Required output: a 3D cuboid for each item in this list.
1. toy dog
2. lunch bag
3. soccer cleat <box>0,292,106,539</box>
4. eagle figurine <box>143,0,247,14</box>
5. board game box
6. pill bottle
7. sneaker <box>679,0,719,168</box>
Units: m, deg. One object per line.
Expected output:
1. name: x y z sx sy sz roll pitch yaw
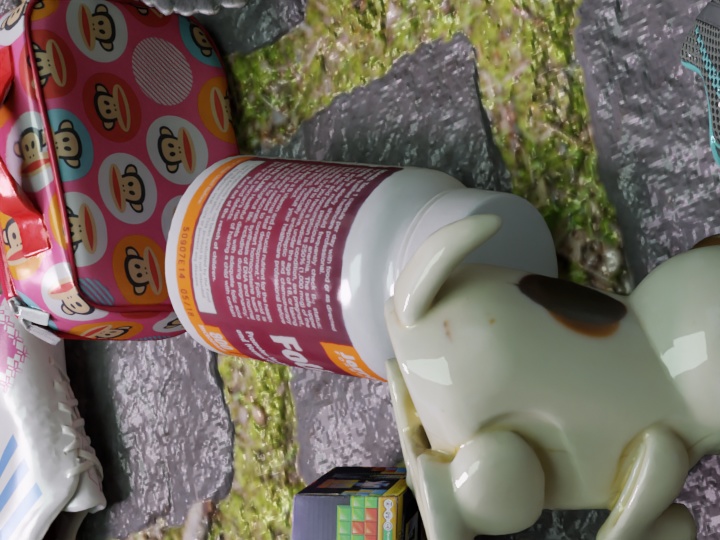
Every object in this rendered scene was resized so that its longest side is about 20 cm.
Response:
1. toy dog: 0.115 0.046 1.082 0.140 0.199 0.195 -112 11 -70
2. lunch bag: -0.151 -0.060 1.322 0.082 0.176 0.201 -20 75 40
3. soccer cleat: -0.194 0.109 1.442 0.086 0.070 0.202 4 94 27
4. eagle figurine: -0.092 -0.247 1.287 0.200 0.150 0.152 -108 -4 -67
5. board game box: -0.001 0.208 1.187 0.056 0.165 0.202 1 89 7
6. pill bottle: 0.000 0.000 1.223 0.199 0.114 0.115 7 94 43
7. sneaker: 0.211 -0.055 1.071 0.091 0.077 0.201 -45 56 50
